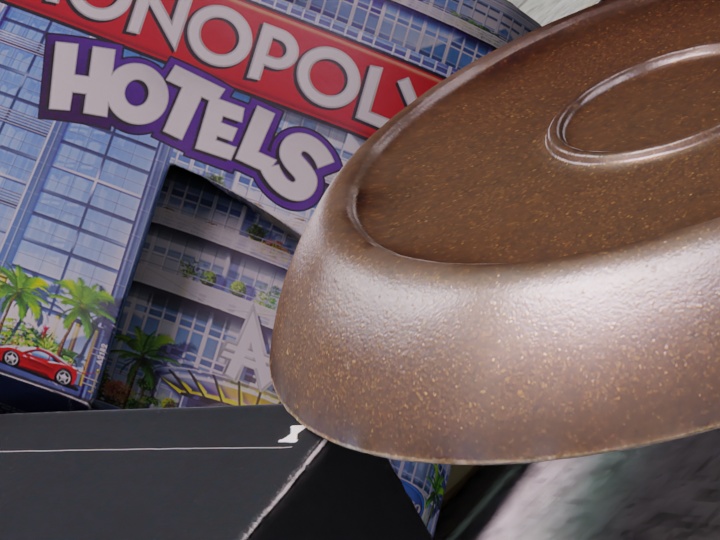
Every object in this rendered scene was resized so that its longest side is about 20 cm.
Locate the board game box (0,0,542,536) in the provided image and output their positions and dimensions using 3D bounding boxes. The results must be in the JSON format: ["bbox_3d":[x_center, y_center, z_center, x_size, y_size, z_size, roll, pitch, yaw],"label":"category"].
[{"bbox_3d":[-0.047,-0.049,0.751,0.062,0.199,0.201,128,159,-67],"label":"board game box"}]

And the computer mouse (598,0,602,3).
[{"bbox_3d":[0.151,-0.140,1.045,0.139,0.053,0.200,-45,8,-23],"label":"computer mouse"}]

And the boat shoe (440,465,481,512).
[{"bbox_3d":[-0.037,0.076,0.788,0.200,0.063,0.073,-46,9,-19],"label":"boat shoe"}]

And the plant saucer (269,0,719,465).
[{"bbox_3d":[0.070,-0.024,0.622,0.199,0.032,0.200,-18,22,8],"label":"plant saucer"}]

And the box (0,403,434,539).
[{"bbox_3d":[-0.091,0.102,0.650,0.199,0.079,0.141,-4,37,45],"label":"box"}]
